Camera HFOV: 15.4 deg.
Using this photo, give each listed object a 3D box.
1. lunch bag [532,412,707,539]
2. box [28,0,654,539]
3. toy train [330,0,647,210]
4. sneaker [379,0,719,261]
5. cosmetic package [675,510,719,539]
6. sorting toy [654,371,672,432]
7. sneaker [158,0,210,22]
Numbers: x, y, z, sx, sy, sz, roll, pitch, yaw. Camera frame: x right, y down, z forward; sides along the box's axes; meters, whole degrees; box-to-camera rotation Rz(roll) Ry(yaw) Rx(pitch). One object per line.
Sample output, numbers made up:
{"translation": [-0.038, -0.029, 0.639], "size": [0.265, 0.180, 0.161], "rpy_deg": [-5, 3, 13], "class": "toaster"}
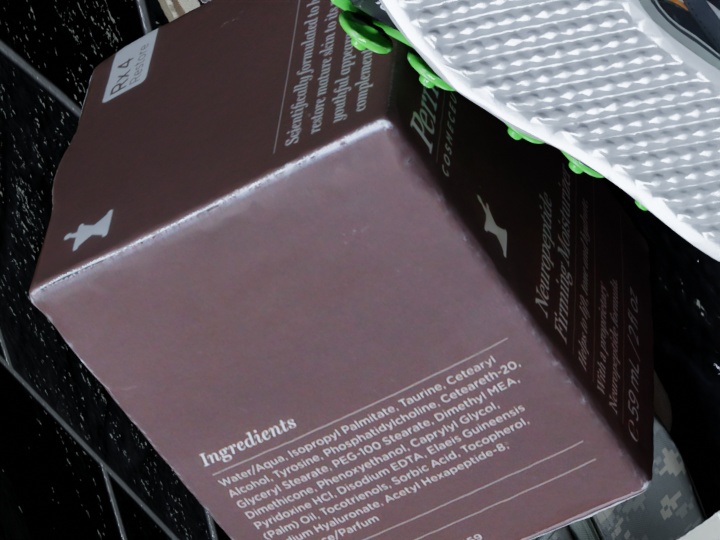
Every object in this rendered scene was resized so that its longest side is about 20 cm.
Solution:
{"translation": [0.066, 0.151, 1.193], "size": [0.139, 0.168, 0.201], "rpy_deg": [31, 156, 42], "class": "lunch bag"}
{"translation": [0.000, 0.000, 1.062], "size": [0.200, 0.163, 0.166], "rpy_deg": [53, -155, -29], "class": "box"}
{"translation": [0.071, -0.069, 0.975], "size": [0.199, 0.042, 0.057], "rpy_deg": [27, -158, -24], "class": "toy train"}
{"translation": [0.077, -0.079, 0.897], "size": [0.200, 0.078, 0.079], "rpy_deg": [42, -163, -9], "class": "sneaker"}
{"translation": [0.211, 0.162, 1.017], "size": [0.201, 0.103, 0.087], "rpy_deg": [59, 158, 8], "class": "cosmetic package"}
{"translation": [0.055, -0.006, 1.249], "size": [0.201, 0.036, 0.185], "rpy_deg": [65, 159, -10], "class": "sorting toy"}
{"translation": [-0.061, -0.180, 1.218], "size": [0.075, 0.070, 0.201], "rpy_deg": [1, 108, 62], "class": "sneaker"}
